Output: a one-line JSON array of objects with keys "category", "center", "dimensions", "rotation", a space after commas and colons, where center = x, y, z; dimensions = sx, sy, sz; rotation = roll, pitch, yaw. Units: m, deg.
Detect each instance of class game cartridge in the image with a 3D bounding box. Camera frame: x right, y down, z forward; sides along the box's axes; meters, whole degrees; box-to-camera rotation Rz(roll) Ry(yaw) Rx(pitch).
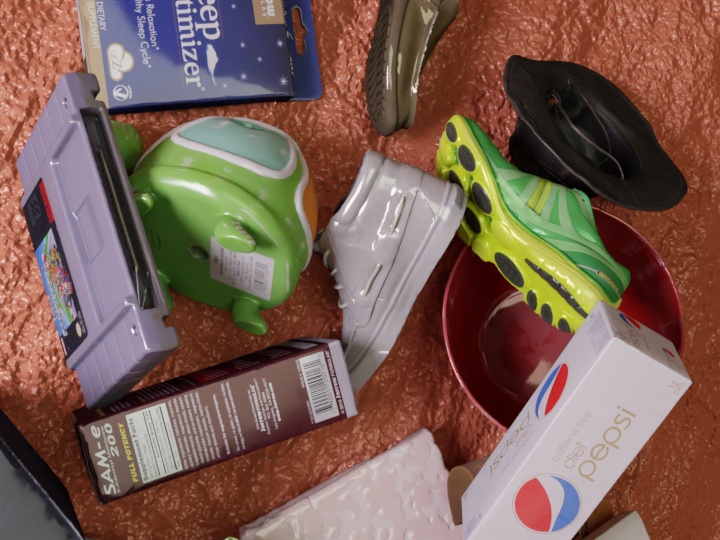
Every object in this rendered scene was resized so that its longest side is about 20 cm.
[{"category": "game cartridge", "center": [-0.192, -0.016, 0.678], "dimensions": [0.038, 0.129, 0.203], "rotation": [-8, 71, -42]}]

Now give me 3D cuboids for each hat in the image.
[{"category": "hat", "center": [0.190, -0.101, 0.861], "dimensions": [0.198, 0.081, 0.203], "rotation": [22, 39, -19]}]

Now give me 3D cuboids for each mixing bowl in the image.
[{"category": "mixing bowl", "center": [0.160, 0.053, 0.822], "dimensions": [0.196, 0.109, 0.204], "rotation": [1, 76, -3]}]

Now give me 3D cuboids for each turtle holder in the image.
[{"category": "turtle holder", "center": [-0.117, -0.047, 0.738], "dimensions": [0.142, 0.182, 0.133], "rotation": [64, 39, -40]}]

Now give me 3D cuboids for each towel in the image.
[{"category": "towel", "center": [0.017, 0.262, 0.812], "dimensions": [0.189, 0.032, 0.203], "rotation": [-26, 96, -20]}]

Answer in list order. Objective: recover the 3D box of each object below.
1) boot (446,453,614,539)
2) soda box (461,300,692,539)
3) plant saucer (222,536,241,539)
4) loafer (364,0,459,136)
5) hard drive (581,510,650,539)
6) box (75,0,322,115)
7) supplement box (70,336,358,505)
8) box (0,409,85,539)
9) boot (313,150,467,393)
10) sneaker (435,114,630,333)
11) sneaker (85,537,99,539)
[{"category": "boot", "center": [0.157, 0.249, 0.820], "dimensions": [0.152, 0.073, 0.205], "rotation": [-2, 83, -34]}, {"category": "soda box", "center": [0.151, 0.128, 0.708], "dimensions": [0.067, 0.064, 0.202], "rotation": [28, 111, -7]}, {"category": "plant saucer", "center": [-0.071, 0.330, 0.745], "dimensions": [0.198, 0.048, 0.202], "rotation": [32, 89, -8]}, {"category": "loafer", "center": [0.049, -0.212, 0.827], "dimensions": [0.066, 0.076, 0.204], "rotation": [9, 84, -13]}, {"category": "hard drive", "center": [0.181, 0.294, 0.765], "dimensions": [0.198, 0.026, 0.134], "rotation": [-19, 85, -38]}, {"category": "box", "center": [-0.126, -0.195, 0.786], "dimensions": [0.196, 0.032, 0.124], "rotation": [-8, 90, -21]}, {"category": "supplement box", "center": [-0.112, 0.108, 0.733], "dimensions": [0.197, 0.109, 0.062], "rotation": [-16, 93, -19]}, {"category": "box", "center": [-0.292, 0.183, 0.615], "dimensions": [0.199, 0.196, 0.118], "rotation": [-41, 101, -17]}, {"category": "boot", "center": [0.000, 0.000, 0.770], "dimensions": [0.094, 0.074, 0.202], "rotation": [25, 115, -6]}, {"category": "sneaker", "center": [0.132, -0.040, 0.763], "dimensions": [0.083, 0.074, 0.201], "rotation": [-27, 72, -34]}, {"category": "sneaker", "center": [-0.182, 0.241, 0.660], "dimensions": [0.196, 0.115, 0.075], "rotation": [16, 88, 13]}]
